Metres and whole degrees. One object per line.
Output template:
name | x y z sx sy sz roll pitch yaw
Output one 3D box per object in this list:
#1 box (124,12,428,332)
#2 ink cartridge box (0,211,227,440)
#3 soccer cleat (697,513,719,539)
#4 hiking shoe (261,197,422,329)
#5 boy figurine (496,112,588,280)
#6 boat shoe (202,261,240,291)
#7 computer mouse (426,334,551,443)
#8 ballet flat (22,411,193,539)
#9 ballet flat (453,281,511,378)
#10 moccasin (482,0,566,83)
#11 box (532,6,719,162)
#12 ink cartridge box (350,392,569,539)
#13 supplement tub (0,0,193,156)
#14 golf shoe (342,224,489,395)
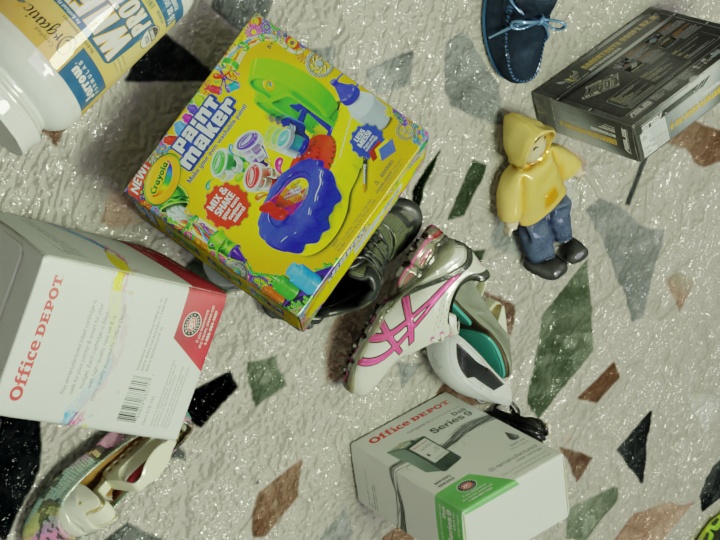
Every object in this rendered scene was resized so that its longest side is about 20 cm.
box | -0.073 -0.085 1.505 0.200 0.192 0.122 -55 175 -7
ink cartridge box | -0.252 0.047 1.462 0.199 0.144 0.146 15 99 -43
soccer cleat | 0.483 0.401 2.305 0.200 0.065 0.084 -40 159 -25
hiking shoe | 0.000 0.000 1.683 0.200 0.101 0.076 -37 129 -22
boy figurine | 0.202 -0.092 1.839 0.124 0.064 0.201 -32 130 -22
boat shoe | -0.091 -0.073 1.606 0.070 0.071 0.201 41 68 -75
computer mouse | 0.129 0.130 1.861 0.044 0.110 0.200 -51 123 -9
ballet flat | -0.238 0.200 1.592 0.200 0.071 0.069 -45 132 -15
ballet flat | 0.129 0.045 1.837 0.064 0.067 0.200 -55 134 -19
moccasin | 0.169 -0.285 1.722 0.080 0.068 0.201 -23 122 -31
box | 0.312 -0.206 1.815 0.200 0.158 0.048 -36 126 -23
ink cartridge box | 0.104 0.225 1.803 0.146 0.200 0.084 -25 120 -30
supplement tub | -0.248 -0.206 1.355 0.200 0.144 0.145 -47 132 -14
golf shoe | 0.054 0.056 1.737 0.200 0.092 0.073 -57 180 15
